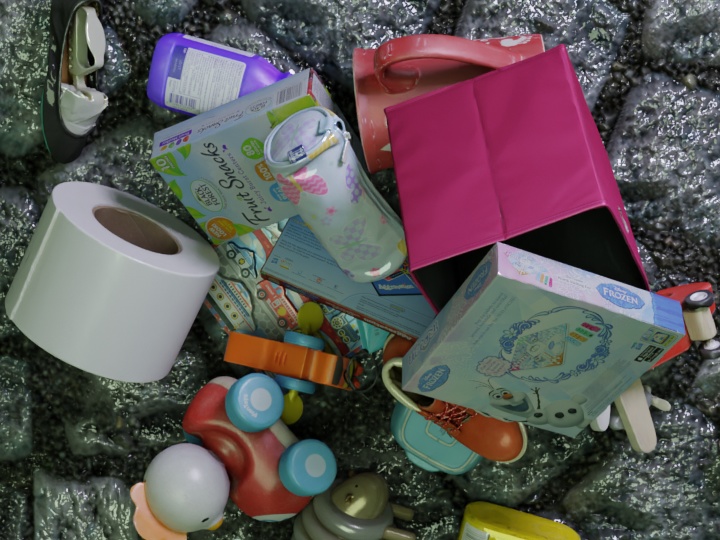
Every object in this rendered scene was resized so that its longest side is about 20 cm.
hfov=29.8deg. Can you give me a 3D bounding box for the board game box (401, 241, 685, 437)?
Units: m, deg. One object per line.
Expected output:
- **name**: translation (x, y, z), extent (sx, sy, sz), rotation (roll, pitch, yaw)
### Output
- **board game box**: translation (0.169, 0.072, 1.287), extent (0.197, 0.044, 0.200), rotation (17, 139, -19)

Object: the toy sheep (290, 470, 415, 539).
- **toy sheep**: translation (-0.017, 0.317, 1.559), extent (0.137, 0.138, 0.201), rotation (22, 111, 3)

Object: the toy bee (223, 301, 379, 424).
- **toy bee**: translation (-0.051, 0.116, 1.520), extent (0.199, 0.109, 0.132), rotation (35, 96, 31)

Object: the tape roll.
- **tape roll**: translation (-0.272, 0.011, 1.487), extent (0.202, 0.203, 0.140), rotation (28, 106, 1)

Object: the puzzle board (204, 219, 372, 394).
- **puzzle board**: translation (-0.093, 0.037, 1.561), extent (0.150, 0.017, 0.201), rotation (-35, 95, 14)

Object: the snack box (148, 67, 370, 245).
- **snack box**: translation (-0.106, -0.119, 1.464), extent (0.199, 0.053, 0.143), rotation (-19, 130, 20)

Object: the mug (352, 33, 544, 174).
- **mug**: translation (0.097, -0.178, 1.406), extent (0.198, 0.178, 0.135), rotation (-7, 96, 5)

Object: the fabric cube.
- **fabric cube**: translation (0.155, -0.061, 1.330), extent (0.198, 0.201, 0.196), rotation (-18, 143, 15)

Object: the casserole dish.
- **casserole dish**: translation (0.112, 0.149, 1.545), extent (0.120, 0.039, 0.201), rotation (29, 106, 2)

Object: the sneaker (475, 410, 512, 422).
- **sneaker**: translation (0.178, 0.063, 1.432), extent (0.076, 0.080, 0.202), rotation (18, 82, -21)

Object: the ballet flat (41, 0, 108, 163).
- **ballet flat**: translation (-0.316, -0.215, 1.502), extent (0.068, 0.068, 0.202), rotation (14, 108, 39)

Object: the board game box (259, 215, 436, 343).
- **board game box**: translation (0.000, 0.000, 1.492), extent (0.199, 0.019, 0.103), rotation (23, 68, 12)

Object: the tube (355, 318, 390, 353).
- **tube**: translation (0.088, 0.033, 1.519), extent (0.198, 0.050, 0.078), rotation (-15, 80, 14)

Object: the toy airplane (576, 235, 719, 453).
- **toy airplane**: translation (0.276, 0.081, 1.452), extent (0.198, 0.141, 0.202), rotation (20, 92, -29)

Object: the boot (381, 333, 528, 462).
- **boot**: translation (0.100, 0.150, 1.474), extent (0.200, 0.107, 0.075), rotation (40, 106, -4)

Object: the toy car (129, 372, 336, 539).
- **toy car**: translation (-0.162, 0.238, 1.489), extent (0.200, 0.184, 0.177), rotation (-42, 96, -29)

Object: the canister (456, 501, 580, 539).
- **canister**: translation (0.164, 0.384, 1.567), extent (0.147, 0.087, 0.202), rotation (15, 103, 5)

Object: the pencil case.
- **pencil case**: translation (-0.021, -0.077, 1.409), extent (0.090, 0.083, 0.200), rotation (-26, 129, 10)

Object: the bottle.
- **bottle**: translation (-0.132, -0.198, 1.486), extent (0.198, 0.065, 0.084), rotation (16, 109, 4)
